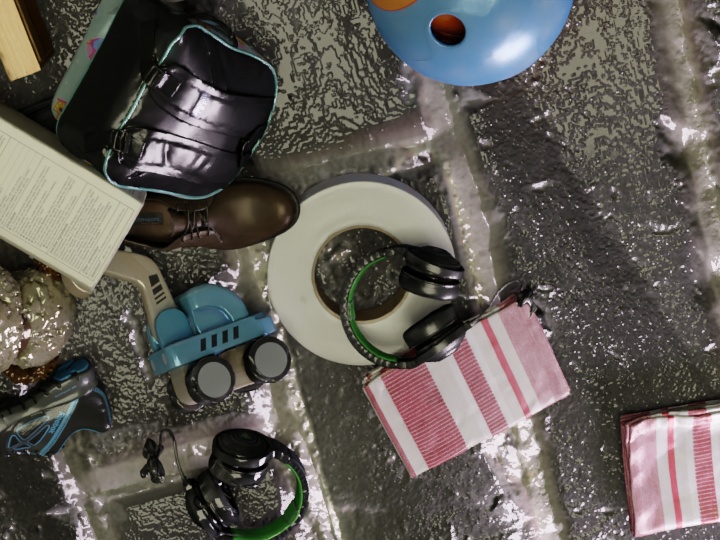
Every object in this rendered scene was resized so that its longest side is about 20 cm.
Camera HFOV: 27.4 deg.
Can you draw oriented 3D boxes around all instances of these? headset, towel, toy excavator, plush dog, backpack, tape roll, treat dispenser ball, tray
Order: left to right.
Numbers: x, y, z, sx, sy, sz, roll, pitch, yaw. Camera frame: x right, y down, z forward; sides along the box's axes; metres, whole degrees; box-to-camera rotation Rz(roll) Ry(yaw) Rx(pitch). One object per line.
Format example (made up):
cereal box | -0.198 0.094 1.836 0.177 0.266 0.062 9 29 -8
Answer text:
tray | -0.347 -0.289 1.399 0.037 0.099 0.202 -17 108 2
plush dog | -0.363 0.048 1.486 0.170 0.160 0.202 -9 126 -41
backpack | -0.181 -0.165 1.407 0.199 0.153 0.177 14 107 -52
toy excavator | -0.191 0.046 1.511 0.192 0.100 0.203 -18 86 -24
headset | -0.143 0.230 1.572 0.199 0.094 0.124 29 104 -23
tape roll | 0.000 0.000 1.541 0.199 0.037 0.206 -1 109 -2
headset | 0.079 0.033 1.506 0.197 0.094 0.125 -4 97 16
towel | 0.113 0.123 1.574 0.198 0.023 0.145 -28 119 1
treat dispenser ball | 0.102 -0.274 1.370 0.198 0.201 0.204 -1 108 -2
towel | 0.389 0.213 1.628 0.197 0.023 0.146 -10 109 0

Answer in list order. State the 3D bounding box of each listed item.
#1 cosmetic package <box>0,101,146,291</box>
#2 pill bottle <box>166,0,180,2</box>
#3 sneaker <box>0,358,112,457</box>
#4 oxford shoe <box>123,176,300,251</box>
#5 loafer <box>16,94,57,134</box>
cosmetic package | -0.312 -0.079 1.400 0.199 0.071 0.106 33 99 -12
pill bottle | -0.171 -0.363 1.377 0.109 0.111 0.202 -21 108 4
sneaker | -0.358 0.171 1.563 0.198 0.073 0.083 -24 109 6
oxford shoe | -0.159 -0.048 1.482 0.197 0.084 0.074 -7 101 7
loafer | -0.350 -0.121 1.462 0.199 0.070 0.069 -27 77 4
